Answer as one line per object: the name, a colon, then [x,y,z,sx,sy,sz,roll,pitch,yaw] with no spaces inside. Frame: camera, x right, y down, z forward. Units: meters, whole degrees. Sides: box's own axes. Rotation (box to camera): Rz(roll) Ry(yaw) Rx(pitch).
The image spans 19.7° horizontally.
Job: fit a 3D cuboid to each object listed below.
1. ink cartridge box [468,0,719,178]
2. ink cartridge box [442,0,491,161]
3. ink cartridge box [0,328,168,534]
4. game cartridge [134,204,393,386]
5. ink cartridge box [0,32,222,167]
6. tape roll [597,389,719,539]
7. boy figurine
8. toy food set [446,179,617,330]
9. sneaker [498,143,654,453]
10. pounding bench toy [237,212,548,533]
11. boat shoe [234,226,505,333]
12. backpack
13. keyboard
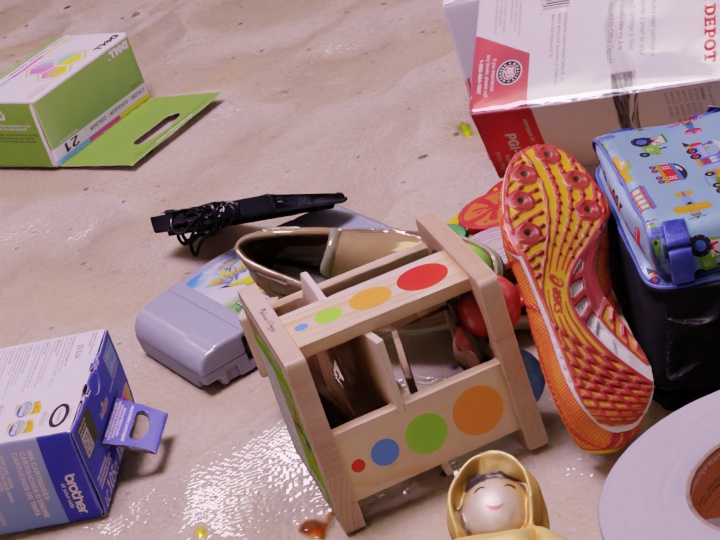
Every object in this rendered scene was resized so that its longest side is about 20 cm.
ink cartridge box: [0.189,-0.157,1.512,0.199,0.083,0.147,-6,52,19]
ink cartridge box: [0.128,-0.200,1.715,0.083,0.145,0.200,-14,25,12]
ink cartridge box: [-0.236,0.114,1.417,0.199,0.077,0.137,-13,28,12]
game cartridge: [-0.065,0.014,1.551,0.200,0.041,0.133,-30,24,-22]
ink cartridge box: [-0.256,-0.165,1.988,0.200,0.076,0.148,2,33,40]
tape roll: [0.228,0.132,1.077,0.200,0.066,0.200,-15,25,7]
boy figurine: [0.077,0.172,1.107,0.124,0.065,0.200,-13,29,18]
toy food set: [0.132,-0.020,1.464,0.200,0.049,0.198,9,37,44]
sneaker: [0.121,0.017,1.254,0.073,0.077,0.201,-5,65,-11]
pounding bench toy: [0.016,0.044,1.328,0.156,0.125,0.200,-23,26,-8]
boat shoe: [0.000,0.000,1.410,0.200,0.076,0.072,-1,69,34]
backpack: [0.256,-0.020,1.274,0.199,0.135,0.183,-10,32,0]
keyboard: [-0.101,-0.033,1.625,0.104,0.040,0.200,-3,-3,-33]
